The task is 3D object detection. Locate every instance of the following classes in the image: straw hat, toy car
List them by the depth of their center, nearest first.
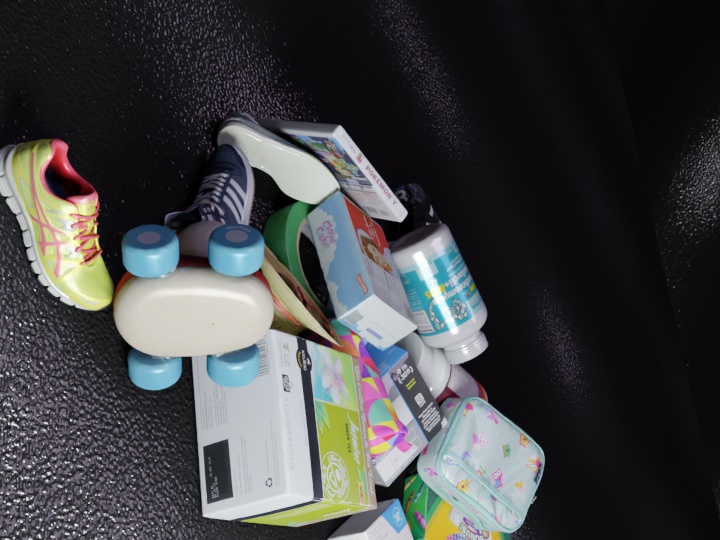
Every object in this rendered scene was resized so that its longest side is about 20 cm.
[{"bbox_3d":[-0.193,0.004,1.267,0.201,0.175,0.186,-105,-163,-56],"label":"toy car"},{"bbox_3d":[-0.111,0.051,1.410,0.202,0.085,0.201,52,2,-2],"label":"straw hat"}]

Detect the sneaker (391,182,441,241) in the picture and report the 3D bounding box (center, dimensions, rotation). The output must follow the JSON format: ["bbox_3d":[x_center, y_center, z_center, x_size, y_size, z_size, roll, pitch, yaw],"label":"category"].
[{"bbox_3d":[0.078,-0.090,1.907,0.113,0.073,0.200,63,21,-8],"label":"sneaker"}]

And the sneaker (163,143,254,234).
[{"bbox_3d":[-0.195,-0.090,1.419,0.108,0.070,0.202,32,50,-52],"label":"sneaker"}]

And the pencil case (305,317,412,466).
[{"bbox_3d":[-0.007,0.162,1.487,0.088,0.088,0.201,19,39,-55],"label":"pencil case"}]

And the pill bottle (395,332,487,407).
[{"bbox_3d":[0.113,0.183,1.755,0.200,0.109,0.110,42,40,-42],"label":"pill bottle"}]

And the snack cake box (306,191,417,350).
[{"bbox_3d":[0.000,0.000,1.557,0.115,0.067,0.201,36,27,-44],"label":"snack cake box"}]

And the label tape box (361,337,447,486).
[{"bbox_3d":[0.021,0.186,1.581,0.144,0.063,0.201,-42,113,-29],"label":"label tape box"}]

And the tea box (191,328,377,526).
[{"bbox_3d":[-0.093,0.200,1.358,0.196,0.133,0.202,24,53,-55],"label":"tea box"}]

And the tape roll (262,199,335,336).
[{"bbox_3d":[-0.068,-0.003,1.613,0.200,0.048,0.202,38,43,-45],"label":"tape roll"}]

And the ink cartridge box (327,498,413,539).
[{"bbox_3d":[0.039,0.434,1.518,0.116,0.067,0.202,-27,98,-61],"label":"ink cartridge box"}]

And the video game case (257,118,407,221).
[{"bbox_3d":[-0.044,-0.148,1.608,0.023,0.199,0.182,-53,126,-18],"label":"video game case"}]

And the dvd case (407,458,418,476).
[{"bbox_3d":[0.178,0.340,1.773,0.201,0.142,0.018,55,-12,-26],"label":"dvd case"}]

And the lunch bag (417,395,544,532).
[{"bbox_3d":[0.187,0.301,1.677,0.200,0.077,0.161,40,58,-20],"label":"lunch bag"}]

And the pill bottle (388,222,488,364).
[{"bbox_3d":[0.121,0.038,1.662,0.201,0.110,0.111,63,30,-12],"label":"pill bottle"}]

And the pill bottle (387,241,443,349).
[{"bbox_3d":[0.089,0.051,1.787,0.200,0.113,0.115,49,35,-35],"label":"pill bottle"}]

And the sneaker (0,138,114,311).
[{"bbox_3d":[-0.310,-0.050,1.172,0.201,0.090,0.078,64,28,-16],"label":"sneaker"}]

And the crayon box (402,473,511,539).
[{"bbox_3d":[0.149,0.407,1.698,0.199,0.058,0.120,35,43,-29],"label":"crayon box"}]

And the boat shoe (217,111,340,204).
[{"bbox_3d":[-0.113,-0.164,1.571,0.199,0.073,0.062,28,32,-22],"label":"boat shoe"}]
